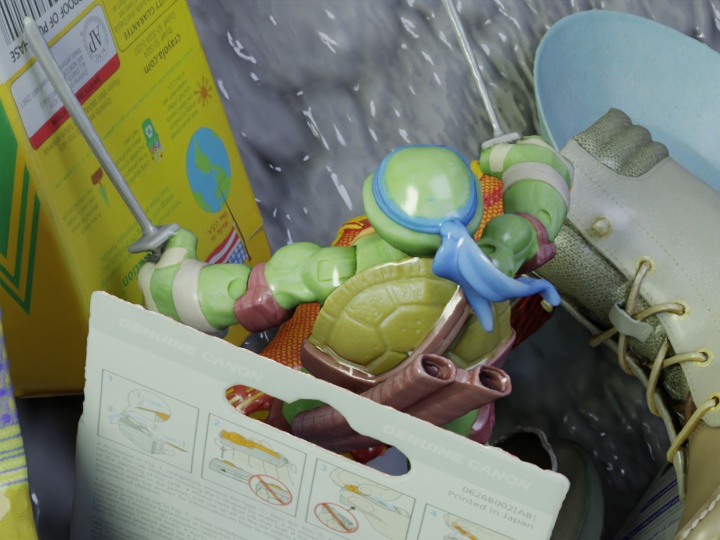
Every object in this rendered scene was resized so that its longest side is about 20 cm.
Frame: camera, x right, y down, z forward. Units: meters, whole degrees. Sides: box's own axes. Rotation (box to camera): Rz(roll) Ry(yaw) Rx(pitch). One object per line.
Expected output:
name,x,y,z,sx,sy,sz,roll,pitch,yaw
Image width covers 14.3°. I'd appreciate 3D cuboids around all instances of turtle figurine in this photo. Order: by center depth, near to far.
turtle figurine,0.000,0.000,1.006,0.200,0.194,0.144,34,50,28

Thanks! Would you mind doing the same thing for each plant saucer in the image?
plant saucer,0.148,-0.029,1.266,0.201,0.039,0.201,26,36,-21

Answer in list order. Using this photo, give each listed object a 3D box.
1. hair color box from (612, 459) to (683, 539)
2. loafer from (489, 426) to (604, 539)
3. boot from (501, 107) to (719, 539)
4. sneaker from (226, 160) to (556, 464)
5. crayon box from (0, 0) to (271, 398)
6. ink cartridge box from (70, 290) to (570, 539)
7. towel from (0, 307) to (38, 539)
hair color box,0.139,0.122,1.146,0.065,0.109,0.200,41,47,-3
loafer,0.028,0.122,1.081,0.070,0.075,0.200,48,46,-15
boot,0.112,0.029,1.076,0.155,0.072,0.200,37,41,2
sneaker,0.002,0.022,1.130,0.077,0.073,0.200,36,44,25
crayon box,-0.100,-0.044,1.031,0.127,0.051,0.200,-51,130,-52
ink cartridge box,-0.015,0.080,0.945,0.162,0.200,0.050,22,51,8
towel,-0.156,0.046,0.825,0.143,0.023,0.201,-7,90,-40
